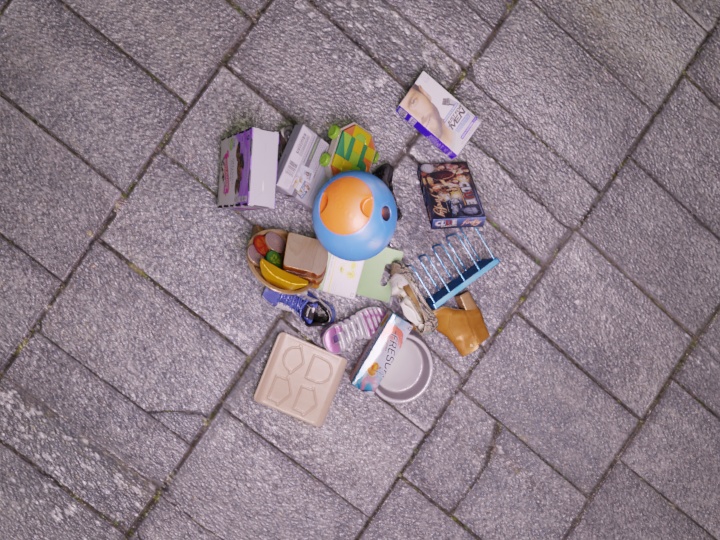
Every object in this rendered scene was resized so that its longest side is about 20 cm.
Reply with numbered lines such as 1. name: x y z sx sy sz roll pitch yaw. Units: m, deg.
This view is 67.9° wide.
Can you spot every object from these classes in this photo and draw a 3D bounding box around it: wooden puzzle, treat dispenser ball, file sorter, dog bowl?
1. wooden puzzle: -0.153 0.278 1.374 0.195 0.046 0.190 23 90 -11
2. treat dispenser ball: -0.013 -0.124 1.225 0.194 0.201 0.208 0 92 -6
3. file sorter: 0.223 -0.013 1.356 0.198 0.139 0.124 -35 91 -4
4. dog bowl: 0.100 0.249 1.390 0.193 0.059 0.207 0 92 -5

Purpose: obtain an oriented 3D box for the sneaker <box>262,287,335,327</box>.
1. sneaker: -0.146 0.081 1.331 0.195 0.115 0.082 26 88 -6

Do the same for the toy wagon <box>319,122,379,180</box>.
1. toy wagon: -0.031 -0.252 1.313 0.153 0.039 0.206 21 86 -41

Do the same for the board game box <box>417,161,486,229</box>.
1. board game box: 0.224 -0.191 1.338 0.131 0.035 0.204 -4 51 -6

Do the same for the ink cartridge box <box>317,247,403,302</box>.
1. ink cartridge box: 0.000 0.000 1.358 0.194 0.048 0.150 15 107 -5

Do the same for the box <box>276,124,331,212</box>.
1. box: -0.109 -0.231 1.302 0.198 0.041 0.160 29 81 -41

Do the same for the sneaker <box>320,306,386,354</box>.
1. sneaker: -0.022 0.148 1.368 0.196 0.088 0.083 -19 94 -27

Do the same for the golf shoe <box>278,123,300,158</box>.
1. golf shoe: -0.149 -0.268 1.347 0.077 0.093 0.205 -36 120 -32

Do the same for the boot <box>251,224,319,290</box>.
1. boot: -0.188 -0.030 1.346 0.141 0.071 0.204 -3 53 -35

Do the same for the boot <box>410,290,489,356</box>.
1. boot: 0.233 0.157 1.383 0.197 0.071 0.148 -24 90 -12

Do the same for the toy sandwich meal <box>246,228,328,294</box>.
1. toy sandwich meal: -0.169 -0.031 1.257 0.200 0.071 0.209 18 47 -20

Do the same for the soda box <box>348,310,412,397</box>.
1. soda box: 0.049 0.202 1.318 0.063 0.068 0.203 31 88 -8

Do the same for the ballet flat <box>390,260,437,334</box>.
1. ballet flat: 0.118 0.067 1.310 0.074 0.068 0.203 -15 69 -46

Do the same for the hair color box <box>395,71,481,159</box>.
1. hair color box: 0.200 -0.397 1.377 0.198 0.065 0.110 38 89 -4

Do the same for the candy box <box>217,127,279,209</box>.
1. candy box: -0.269 -0.232 1.264 0.070 0.198 0.174 2 92 -35

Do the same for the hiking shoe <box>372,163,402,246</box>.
1. hiking shoe: 0.062 -0.167 1.372 0.099 0.075 0.206 14 86 -36
